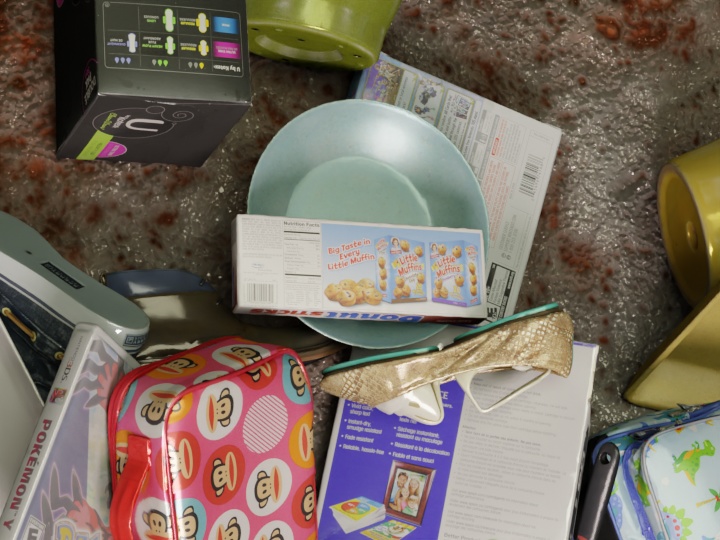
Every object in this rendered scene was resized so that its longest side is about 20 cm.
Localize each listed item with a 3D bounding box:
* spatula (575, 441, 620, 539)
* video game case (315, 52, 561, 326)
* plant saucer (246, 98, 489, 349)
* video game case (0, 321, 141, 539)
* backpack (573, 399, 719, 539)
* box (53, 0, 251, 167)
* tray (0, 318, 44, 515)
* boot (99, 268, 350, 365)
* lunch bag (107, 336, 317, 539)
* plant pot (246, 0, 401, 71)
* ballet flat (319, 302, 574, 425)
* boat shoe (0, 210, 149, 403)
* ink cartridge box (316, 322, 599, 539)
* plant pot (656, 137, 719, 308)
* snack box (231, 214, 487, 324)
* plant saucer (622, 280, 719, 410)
[{"bbox_3d":[0.173,0.227,1.443,0.020,0.056,0.202,-9,116,-46],"label":"spatula"},{"bbox_3d":[0.056,-0.056,1.535,0.180,0.045,0.202,22,69,-12],"label":"video game case"},{"bbox_3d":[0.003,-0.033,1.465,0.199,0.039,0.203,5,73,-18],"label":"plant saucer"},{"bbox_3d":[-0.176,0.162,1.324,0.023,0.200,0.184,6,64,28],"label":"video game case"},{"bbox_3d":[0.279,0.194,1.492,0.198,0.147,0.185,-16,83,-26],"label":"backpack"},{"bbox_3d":[-0.164,-0.199,1.438,0.123,0.148,0.202,1,74,-21],"label":"box"},{"bbox_3d":[-0.275,0.109,1.356,0.107,0.022,0.201,-29,85,13],"label":"tray"},{"bbox_3d":[-0.107,0.037,1.432,0.198,0.075,0.098,-8,80,-21],"label":"boot"},{"bbox_3d":[-0.111,0.159,1.329,0.175,0.081,0.202,-20,114,-49],"label":"lunch bag"},{"bbox_3d":[-0.032,-0.269,1.499,0.198,0.200,0.195,14,82,-16],"label":"plant pot"},{"bbox_3d":[0.069,0.080,1.415,0.198,0.071,0.066,-16,83,3],"label":"ballet flat"},{"bbox_3d":[-0.251,0.029,1.380,0.199,0.092,0.071,34,20,20],"label":"boat shoe"},{"bbox_3d":[0.075,0.141,1.447,0.196,0.043,0.202,9,72,9],"label":"ink cartridge box"},{"bbox_3d":[0.359,-0.047,1.576,0.187,0.201,0.203,-13,79,-8],"label":"plant pot"},{"bbox_3d":[0.000,0.000,1.419,0.198,0.024,0.073,3,72,-18],"label":"snack box"},{"bbox_3d":[0.343,0.059,1.536,0.198,0.200,0.049,13,53,-17],"label":"plant saucer"}]
